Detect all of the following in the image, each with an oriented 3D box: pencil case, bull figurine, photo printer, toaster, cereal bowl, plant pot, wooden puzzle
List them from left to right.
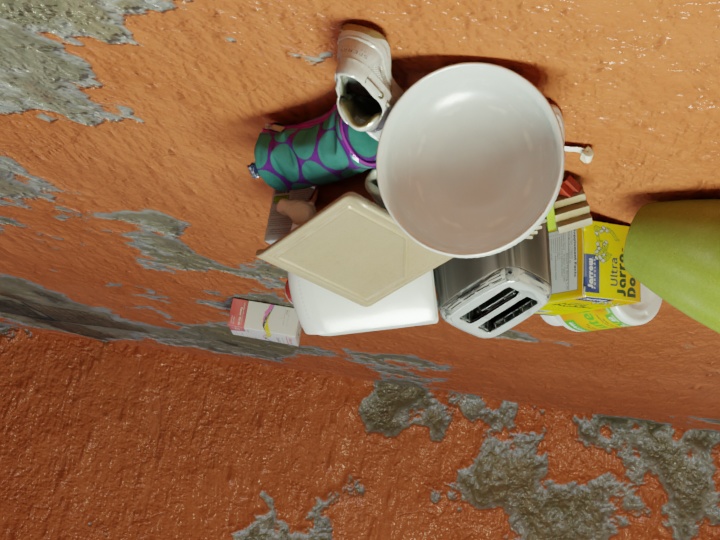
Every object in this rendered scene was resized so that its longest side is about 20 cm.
[{"bbox_3d":[-0.050,-0.152,1.417,0.199,0.085,0.093,-9,122,51],"label":"pencil case"},{"bbox_3d":[-0.019,-0.095,1.510,0.197,0.066,0.121,-16,-160,-16],"label":"bull figurine"},{"bbox_3d":[-0.002,-0.027,1.440,0.184,0.038,0.199,26,144,-34],"label":"wooden puzzle"},{"bbox_3d":[0.000,0.000,1.583,0.197,0.169,0.069,-6,-172,1],"label":"photo printer"},{"bbox_3d":[0.118,-0.112,1.237,0.197,0.204,0.083,7,179,12],"label":"cereal bowl"},{"bbox_3d":[0.183,0.000,1.579,0.113,0.131,0.199,25,137,-33],"label":"toaster"},{"bbox_3d":[0.443,-0.016,1.482,0.198,0.189,0.187,19,173,31],"label":"plant pot"}]

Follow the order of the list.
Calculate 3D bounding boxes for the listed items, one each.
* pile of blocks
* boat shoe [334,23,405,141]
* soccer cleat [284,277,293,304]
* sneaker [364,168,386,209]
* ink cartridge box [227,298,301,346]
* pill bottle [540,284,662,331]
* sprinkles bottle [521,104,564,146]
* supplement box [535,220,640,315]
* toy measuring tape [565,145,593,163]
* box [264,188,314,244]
[{"bbox_3d":[0.197,-0.092,1.499,0.197,0.083,0.063,2,135,20],"label":"pile of blocks"},{"bbox_3d":[0.004,-0.180,1.248,0.070,0.070,0.200,14,161,19],"label":"boat shoe"},{"bbox_3d":[-0.010,0.012,1.668,0.197,0.070,0.085,-13,173,0],"label":"soccer cleat"},{"bbox_3d":[0.091,-0.075,1.362,0.198,0.072,0.080,15,179,27],"label":"sneaker"},{"bbox_3d":[-0.196,0.122,2.675,0.197,0.069,0.117,9,167,3],"label":"ink cartridge box"},{"bbox_3d":[0.366,0.037,1.832,0.110,0.113,0.199,16,165,-27],"label":"pill bottle"},{"bbox_3d":[0.129,-0.151,1.328,0.197,0.069,0.068,2,165,30],"label":"sprinkles bottle"},{"bbox_3d":[0.301,0.000,1.703,0.108,0.111,0.199,5,170,-29],"label":"supplement box"},{"bbox_3d":[0.175,-0.125,1.396,0.197,0.075,0.074,8,167,7],"label":"toy measuring tape"},{"bbox_3d":[-0.029,-0.063,1.727,0.111,0.103,0.199,-1,163,40],"label":"box"}]
